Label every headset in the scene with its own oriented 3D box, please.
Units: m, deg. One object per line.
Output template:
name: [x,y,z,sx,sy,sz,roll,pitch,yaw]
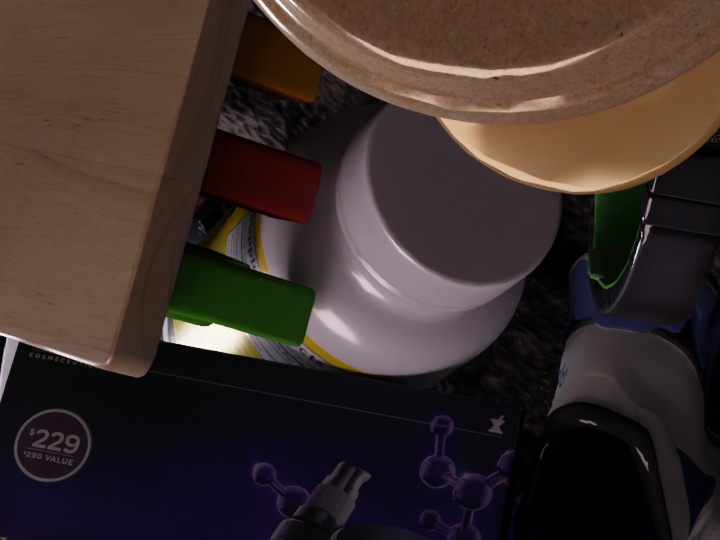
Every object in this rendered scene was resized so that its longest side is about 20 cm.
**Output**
headset: [0.088,-0.082,0.631,0.093,0.124,0.201,10,118,-4]

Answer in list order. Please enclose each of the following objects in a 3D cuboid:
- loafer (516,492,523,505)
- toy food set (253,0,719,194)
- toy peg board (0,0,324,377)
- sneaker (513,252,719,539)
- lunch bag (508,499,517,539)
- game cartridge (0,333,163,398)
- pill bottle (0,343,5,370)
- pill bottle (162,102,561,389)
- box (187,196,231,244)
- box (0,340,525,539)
loafer: [0.059,0.164,1.067,0.063,0.072,0.200,54,144,3]
toy food set: [0.045,-0.137,0.561,0.199,0.199,0.049,34,-165,14]
toy peg board: [-0.085,-0.068,0.790,0.097,0.201,0.199,17,177,-41]
sneaker: [0.107,0.096,0.849,0.080,0.116,0.200,7,141,27]
lunch bag: [0.007,0.157,1.024,0.150,0.094,0.201,21,109,44]
game cartridge: [-0.129,0.088,1.069,0.129,0.038,0.201,34,137,14]
pill bottle: [-0.227,0.094,1.221,0.199,0.106,0.106,30,150,13]
pill bottle: [0.000,0.000,0.841,0.111,0.111,0.200,40,150,-7]
box: [-0.127,-0.016,1.028,0.199,0.038,0.137,18,146,30]
box: [-0.047,0.110,0.796,0.199,0.142,0.079,9,151,7]
